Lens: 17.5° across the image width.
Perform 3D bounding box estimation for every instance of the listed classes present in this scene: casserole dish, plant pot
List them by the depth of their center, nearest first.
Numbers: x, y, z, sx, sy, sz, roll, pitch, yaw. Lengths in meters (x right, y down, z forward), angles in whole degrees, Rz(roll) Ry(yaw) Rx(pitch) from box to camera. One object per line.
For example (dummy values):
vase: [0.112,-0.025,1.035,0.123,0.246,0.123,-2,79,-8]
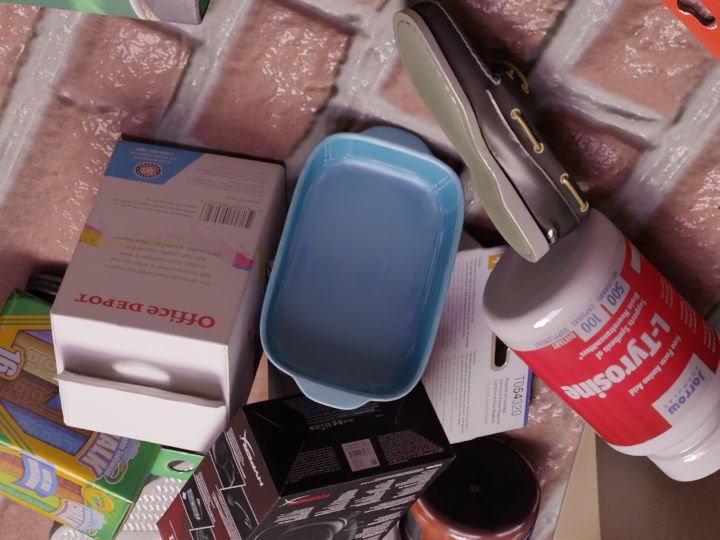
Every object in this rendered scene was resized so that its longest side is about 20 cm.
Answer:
casserole dish: [0.000,0.000,1.614,0.120,0.201,0.039,16,165,-6]
plant pot: [0.248,0.239,1.777,0.176,0.201,0.200,5,138,-4]

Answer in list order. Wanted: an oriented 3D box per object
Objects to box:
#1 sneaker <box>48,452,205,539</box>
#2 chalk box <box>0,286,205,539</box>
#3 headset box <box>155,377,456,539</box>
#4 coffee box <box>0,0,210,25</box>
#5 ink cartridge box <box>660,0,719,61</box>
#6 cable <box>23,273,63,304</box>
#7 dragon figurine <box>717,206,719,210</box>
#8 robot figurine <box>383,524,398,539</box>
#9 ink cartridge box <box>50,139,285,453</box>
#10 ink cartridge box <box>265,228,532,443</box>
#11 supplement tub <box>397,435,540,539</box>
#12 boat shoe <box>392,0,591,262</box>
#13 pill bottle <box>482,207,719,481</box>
sneaker: [-0.166,0.182,1.945,0.199,0.118,0.074,-18,106,-5]
chalk box: [-0.211,0.126,1.824,0.199,0.124,0.125,26,153,-3]
headset box: [-0.045,0.162,1.668,0.148,0.078,0.200,-10,154,-31]
coffee box: [-0.198,-0.227,1.534,0.199,0.044,0.123,9,137,10]
ink cartridge box: [0.260,-0.188,1.413,0.109,0.051,0.199,41,133,-23]
cable: [-0.160,0.035,1.816,0.199,0.051,0.097,16,163,21]
dragon figurine: [0.335,-0.068,1.507,0.199,0.059,0.100,9,137,9]
robot figurine: [-0.030,0.210,1.846,0.169,0.112,0.202,16,113,49]
ink cartridge box: [-0.136,0.027,1.662,0.128,0.201,0.126,10,139,8]
ink cartridge box: [0.029,0.056,1.721,0.199,0.043,0.197,-12,134,-14]
supplement tub: [0.077,0.228,1.872,0.106,0.107,0.201,15,138,3]
boat shoe: [0.088,-0.102,1.559,0.202,0.060,0.072,59,169,-26]
pill bottle: [0.187,0.057,1.650,0.112,0.113,0.200,-25,123,37]
